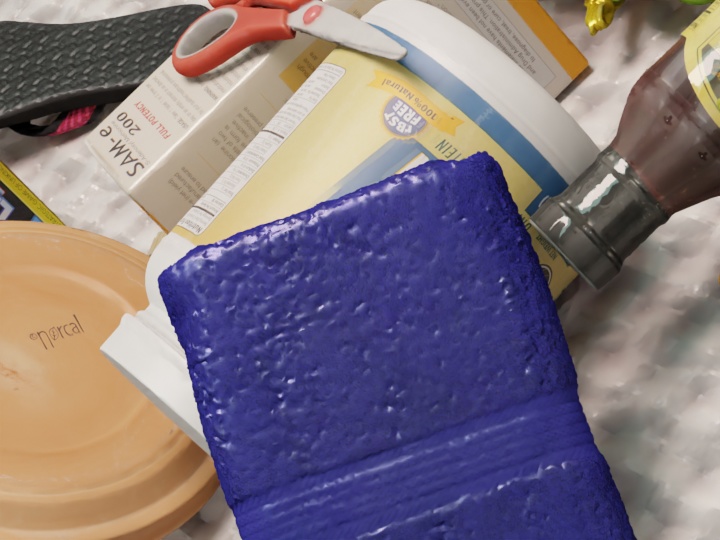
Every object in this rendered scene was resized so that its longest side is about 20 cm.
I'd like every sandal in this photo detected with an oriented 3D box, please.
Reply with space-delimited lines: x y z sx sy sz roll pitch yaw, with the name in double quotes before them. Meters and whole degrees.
"sandal" -0.163 -0.104 1.579 0.199 0.045 0.075 -5 54 24

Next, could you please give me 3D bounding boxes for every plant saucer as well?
"plant saucer" -0.151 0.048 1.292 0.032 0.199 0.201 105 169 -45

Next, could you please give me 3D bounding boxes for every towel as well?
"towel" 0.017 0.069 1.091 0.147 0.050 0.201 -19 82 3

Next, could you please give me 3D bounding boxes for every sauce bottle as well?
"sauce bottle" 0.153 -0.074 1.131 0.200 0.066 0.066 -46 34 3

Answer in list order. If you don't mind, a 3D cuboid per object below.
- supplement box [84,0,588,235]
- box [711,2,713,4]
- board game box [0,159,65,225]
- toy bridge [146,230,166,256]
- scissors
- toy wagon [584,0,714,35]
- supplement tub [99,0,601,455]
"supplement box" -0.011 -0.079 1.314 0.200 0.126 0.074 -43 33 0
"box" 0.228 -0.090 1.159 0.137 0.039 0.200 -33 36 15
"board game box" -0.269 -0.052 1.514 0.200 0.165 0.057 8 57 49
"toy bridge" -0.122 0.066 1.361 0.067 0.027 0.201 -14 44 38
"scissors" -0.021 -0.116 1.221 0.073 0.014 0.200 -54 27 -20
"toy wagon" 0.172 -0.168 1.250 0.200 0.040 0.155 -29 14 32
"supplement tub" 0.000 0.000 1.203 0.200 0.145 0.145 -49 35 -7
